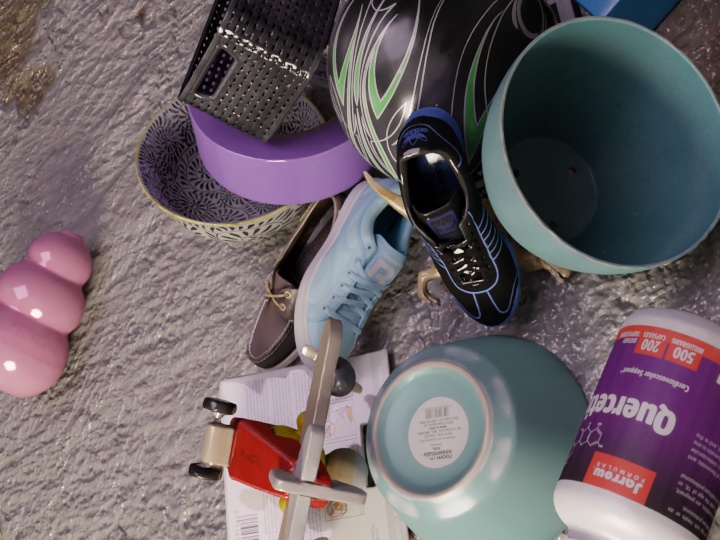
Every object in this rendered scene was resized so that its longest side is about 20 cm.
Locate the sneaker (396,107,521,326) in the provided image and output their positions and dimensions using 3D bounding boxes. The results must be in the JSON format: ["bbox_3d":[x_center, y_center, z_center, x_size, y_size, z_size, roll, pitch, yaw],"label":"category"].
[{"bbox_3d":[0.076,-0.030,0.981,0.070,0.201,0.078,-17,22,21],"label":"sneaker"}]

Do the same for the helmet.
[{"bbox_3d":[0.063,-0.175,1.059,0.199,0.200,0.191,29,79,41],"label":"helmet"}]

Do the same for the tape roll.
[{"bbox_3d":[-0.069,-0.162,1.196,0.198,0.066,0.202,-3,53,3],"label":"tape roll"}]

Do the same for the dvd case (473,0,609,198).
[{"bbox_3d":[0.129,-0.152,1.127,0.199,0.025,0.152,-26,61,31],"label":"dvd case"}]

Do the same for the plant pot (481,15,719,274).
[{"bbox_3d":[0.179,-0.084,0.977,0.135,0.198,0.202,140,137,-68],"label":"plant pot"}]

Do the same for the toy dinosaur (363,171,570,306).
[{"bbox_3d":[0.089,-0.020,1.068,0.198,0.058,0.102,23,112,12],"label":"toy dinosaur"}]

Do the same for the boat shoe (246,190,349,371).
[{"bbox_3d":[-0.062,0.011,1.203,0.072,0.059,0.201,41,102,40],"label":"boat shoe"}]

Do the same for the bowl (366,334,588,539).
[{"bbox_3d":[0.083,0.141,1.005,0.199,0.105,0.203,-14,66,33],"label":"bowl"}]

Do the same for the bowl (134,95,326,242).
[{"bbox_3d":[-0.127,-0.095,1.248,0.198,0.095,0.202,-2,52,2],"label":"bowl"}]

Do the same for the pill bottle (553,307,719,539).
[{"bbox_3d":[0.212,0.136,0.878,0.112,0.112,0.201,12,69,41],"label":"pill bottle"}]

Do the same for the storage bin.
[{"bbox_3d":[-0.083,-0.238,1.110,0.135,0.093,0.201,-45,24,51],"label":"storage bin"}]

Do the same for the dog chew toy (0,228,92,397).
[{"bbox_3d":[-0.383,0.045,1.420,0.124,0.124,0.201,19,79,41],"label":"dog chew toy"}]

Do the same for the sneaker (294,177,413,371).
[{"bbox_3d":[0.000,0.000,1.123,0.082,0.073,0.202,-4,64,58],"label":"sneaker"}]

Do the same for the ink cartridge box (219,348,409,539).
[{"bbox_3d":[-0.042,0.189,1.137,0.174,0.045,0.202,-11,67,12],"label":"ink cartridge box"}]

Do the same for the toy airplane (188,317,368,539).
[{"bbox_3d":[-0.046,0.171,1.039,0.200,0.140,0.200,-49,42,35],"label":"toy airplane"}]

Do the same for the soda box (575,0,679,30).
[{"bbox_3d":[0.270,-0.293,1.032,0.200,0.068,0.064,-49,51,15],"label":"soda box"}]
